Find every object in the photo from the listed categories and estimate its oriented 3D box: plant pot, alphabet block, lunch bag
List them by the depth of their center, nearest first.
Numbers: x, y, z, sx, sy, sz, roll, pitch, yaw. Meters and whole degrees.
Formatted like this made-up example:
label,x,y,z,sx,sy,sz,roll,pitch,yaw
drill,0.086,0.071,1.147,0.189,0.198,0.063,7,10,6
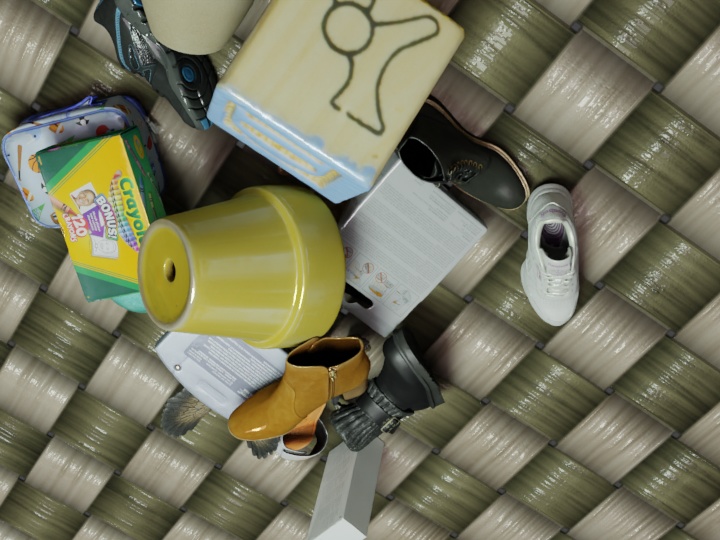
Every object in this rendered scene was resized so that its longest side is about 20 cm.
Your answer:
label,x,y,z,sx,sy,sz,roll,pitch,yaw
alphabet block,-0.034,-0.213,1.068,0.195,0.196,0.200,34,83,-12
plant pot,-0.177,-0.348,1.079,0.187,0.187,0.200,18,133,-2
plant pot,-0.150,-0.002,1.153,0.189,0.201,0.201,-4,132,-41
lunch bag,-0.356,-0.146,1.272,0.200,0.076,0.160,-11,112,14

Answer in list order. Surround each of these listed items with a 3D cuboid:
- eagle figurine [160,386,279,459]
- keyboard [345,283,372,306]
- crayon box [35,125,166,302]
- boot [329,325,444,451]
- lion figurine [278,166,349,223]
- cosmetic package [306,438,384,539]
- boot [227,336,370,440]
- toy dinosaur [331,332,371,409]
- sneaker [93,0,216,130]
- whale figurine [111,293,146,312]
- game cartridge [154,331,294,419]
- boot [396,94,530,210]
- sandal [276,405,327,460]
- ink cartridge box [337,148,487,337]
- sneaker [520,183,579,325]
label,x,y,z,sx,sy,sz,roll,pitch,yaw
eagle figurine,-0.178,0.162,1.382,0.152,0.200,0.151,11,171,39
keyboard,0.000,0.000,1.290,0.200,0.040,0.104,27,123,-28
crayon box,-0.311,-0.070,1.220,0.119,0.058,0.200,-11,107,13
boot,0.025,0.169,1.328,0.158,0.079,0.211,-26,146,0
lion figurine,-0.042,-0.106,1.258,0.122,0.073,0.200,1,134,0
cosmetic package,-0.019,0.323,1.417,0.051,0.200,0.083,40,118,-13
boot,-0.085,0.140,1.212,0.201,0.071,0.144,-20,152,-3
toy dinosaur,-0.031,0.161,1.420,0.088,0.047,0.200,41,122,-11
sneaker,-0.248,-0.260,1.200,0.082,0.073,0.200,-18,110,35
whale figurine,-0.262,-0.003,1.320,0.200,0.104,0.159,-3,119,13
game cartridge,-0.166,0.127,1.297,0.200,0.041,0.133,41,101,-15
boot,0.120,-0.116,1.176,0.200,0.138,0.077,34,119,-12
sandal,-0.085,0.240,1.409,0.079,0.059,0.207,-16,156,-20
ink cartridge box,0.040,-0.033,1.250,0.162,0.050,0.200,37,106,-25
sneaker,0.242,-0.005,1.245,0.075,0.100,0.200,-6,120,10
